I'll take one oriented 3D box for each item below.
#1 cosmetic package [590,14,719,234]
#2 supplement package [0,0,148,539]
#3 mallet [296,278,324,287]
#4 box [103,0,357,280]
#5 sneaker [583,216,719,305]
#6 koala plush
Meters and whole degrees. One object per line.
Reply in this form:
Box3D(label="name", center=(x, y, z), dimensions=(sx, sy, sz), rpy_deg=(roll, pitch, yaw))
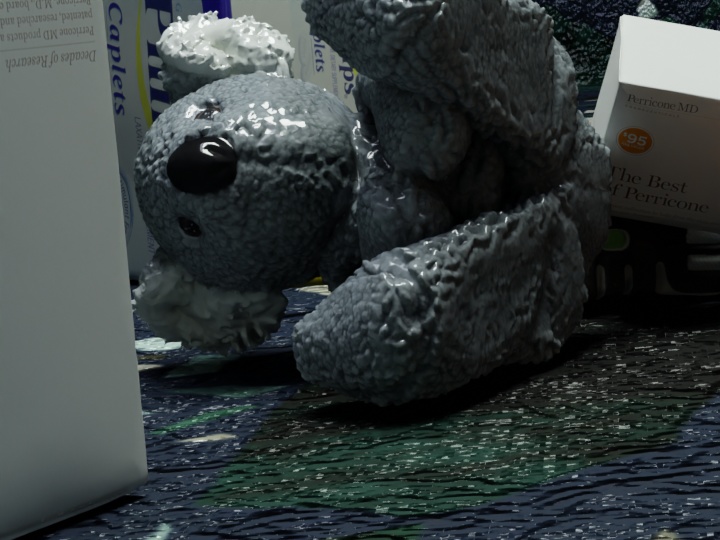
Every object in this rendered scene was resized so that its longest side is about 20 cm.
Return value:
Box3D(label="cosmetic package", center=(0.204, -0.052, 0.908), dimensions=(0.199, 0.083, 0.051), rpy_deg=(9, 45, 0))
Box3D(label="supplement package", center=(-0.154, -0.017, 0.649), dimensions=(0.116, 0.201, 0.117), rpy_deg=(0, 9, 33))
Box3D(label="mallet", center=(0.000, 0.000, 1.051), dimensions=(0.199, 0.041, 0.066), rpy_deg=(-4, 10, -25))
Box3D(label="box", center=(-0.091, -0.091, 1.206), dimensions=(0.104, 0.185, 0.199), rpy_deg=(-10, 9, -39))
Box3D(label="sneaker", center=(0.086, -0.014, 0.996), dimensions=(0.199, 0.076, 0.115), rpy_deg=(4, 0, -15))
Box3D(label="koala plush", center=(-0.013, -0.034, 0.865), dimensions=(0.199, 0.179, 0.183), rpy_deg=(-1, -3, 32))
